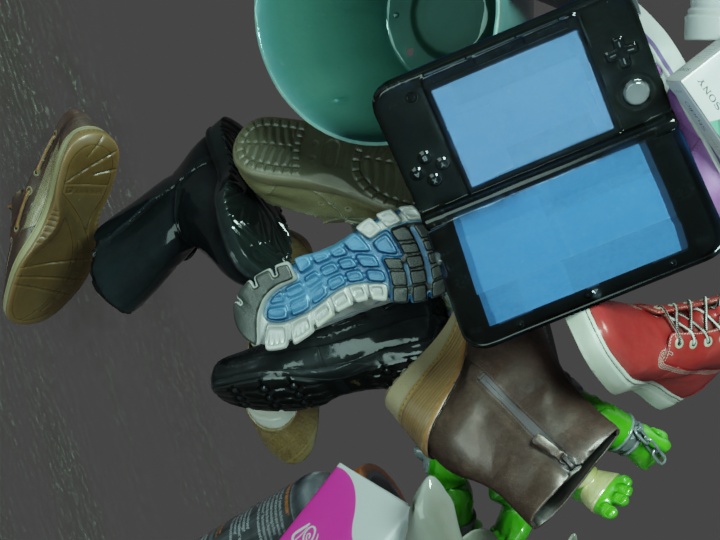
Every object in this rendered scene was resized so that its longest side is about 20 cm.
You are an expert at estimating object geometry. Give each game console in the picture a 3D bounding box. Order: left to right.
[{"bbox_3d":[0.131,-0.072,1.342,0.199,0.119,0.171,-22,120,6],"label":"game console"}]

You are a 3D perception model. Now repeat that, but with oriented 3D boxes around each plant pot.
[{"bbox_3d":[0.043,-0.200,1.472,0.200,0.161,0.202,3,97,25],"label":"plant pot"}]

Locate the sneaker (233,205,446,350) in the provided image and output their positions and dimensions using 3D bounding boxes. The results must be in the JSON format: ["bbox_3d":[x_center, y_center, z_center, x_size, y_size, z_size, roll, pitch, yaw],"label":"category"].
[{"bbox_3d":[0.000,0.000,1.482,0.199,0.087,0.075,-18,91,6],"label":"sneaker"}]

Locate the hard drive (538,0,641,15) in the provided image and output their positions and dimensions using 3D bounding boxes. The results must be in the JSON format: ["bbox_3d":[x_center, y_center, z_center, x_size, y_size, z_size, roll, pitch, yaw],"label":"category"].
[{"bbox_3d":[0.133,-0.279,1.425,0.042,0.135,0.201,-31,65,32],"label":"hard drive"}]

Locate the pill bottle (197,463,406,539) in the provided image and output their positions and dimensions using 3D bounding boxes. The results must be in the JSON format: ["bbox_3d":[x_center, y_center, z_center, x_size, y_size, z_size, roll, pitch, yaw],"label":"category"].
[{"bbox_3d":[-0.055,0.236,1.592,0.200,0.106,0.107,-33,83,22],"label":"pill bottle"}]

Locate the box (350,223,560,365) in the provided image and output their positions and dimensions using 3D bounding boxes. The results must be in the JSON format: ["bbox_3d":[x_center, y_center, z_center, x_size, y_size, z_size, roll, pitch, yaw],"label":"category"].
[{"bbox_3d":[0.072,0.001,1.551,0.136,0.040,0.201,-13,91,22],"label":"box"}]

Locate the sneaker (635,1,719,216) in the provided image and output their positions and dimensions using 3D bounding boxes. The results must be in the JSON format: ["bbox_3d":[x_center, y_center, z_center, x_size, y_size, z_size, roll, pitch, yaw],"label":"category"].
[{"bbox_3d":[0.200,-0.110,1.432,0.114,0.073,0.201,-26,63,3],"label":"sneaker"}]

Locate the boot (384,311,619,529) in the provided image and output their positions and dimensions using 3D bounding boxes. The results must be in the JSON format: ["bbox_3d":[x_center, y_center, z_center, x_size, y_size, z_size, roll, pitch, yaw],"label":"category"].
[{"bbox_3d":[0.132,0.078,1.434,0.166,0.072,0.200,34,79,32],"label":"boot"}]

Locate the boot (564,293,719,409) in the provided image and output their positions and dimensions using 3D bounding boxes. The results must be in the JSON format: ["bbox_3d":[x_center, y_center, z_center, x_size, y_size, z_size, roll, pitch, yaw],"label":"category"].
[{"bbox_3d":[0.242,0.035,1.403,0.144,0.200,0.073,-30,65,22],"label":"boot"}]

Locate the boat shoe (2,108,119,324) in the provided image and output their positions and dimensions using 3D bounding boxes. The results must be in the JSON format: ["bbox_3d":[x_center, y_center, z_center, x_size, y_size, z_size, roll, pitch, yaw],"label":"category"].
[{"bbox_3d":[-0.271,-0.048,1.680,0.072,0.072,0.201,48,125,43],"label":"boat shoe"}]

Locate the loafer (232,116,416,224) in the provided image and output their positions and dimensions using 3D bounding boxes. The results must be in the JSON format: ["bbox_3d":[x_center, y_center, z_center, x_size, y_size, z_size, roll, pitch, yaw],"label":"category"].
[{"bbox_3d":[-0.001,-0.073,1.517,0.199,0.068,0.076,15,67,7],"label":"loafer"}]

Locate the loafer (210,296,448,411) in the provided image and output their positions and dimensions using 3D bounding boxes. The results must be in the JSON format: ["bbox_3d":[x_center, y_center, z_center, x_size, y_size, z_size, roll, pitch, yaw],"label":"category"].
[{"bbox_3d":[-0.024,0.064,1.534,0.199,0.068,0.071,-12,58,12],"label":"loafer"}]

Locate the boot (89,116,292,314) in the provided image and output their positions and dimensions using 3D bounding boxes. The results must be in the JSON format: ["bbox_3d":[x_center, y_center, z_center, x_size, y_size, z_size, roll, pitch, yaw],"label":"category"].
[{"bbox_3d":[-0.144,-0.015,1.577,0.168,0.076,0.201,-42,36,20],"label":"boot"}]

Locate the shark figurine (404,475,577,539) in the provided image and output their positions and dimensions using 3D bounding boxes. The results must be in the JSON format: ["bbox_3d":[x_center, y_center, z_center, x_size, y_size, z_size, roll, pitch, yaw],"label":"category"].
[{"bbox_3d":[0.106,0.247,1.420,0.089,0.214,0.129,29,91,53],"label":"shark figurine"}]

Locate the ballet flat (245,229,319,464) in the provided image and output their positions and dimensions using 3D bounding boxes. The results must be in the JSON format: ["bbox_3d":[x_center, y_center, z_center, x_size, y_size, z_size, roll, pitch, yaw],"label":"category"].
[{"bbox_3d":[-0.071,0.067,1.599,0.067,0.072,0.201,7,98,22],"label":"ballet flat"}]

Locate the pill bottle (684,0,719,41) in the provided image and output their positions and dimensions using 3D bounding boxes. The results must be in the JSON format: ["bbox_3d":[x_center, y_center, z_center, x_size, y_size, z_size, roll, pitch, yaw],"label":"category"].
[{"bbox_3d":[0.278,-0.268,1.402,0.104,0.104,0.201,4,97,22],"label":"pill bottle"}]

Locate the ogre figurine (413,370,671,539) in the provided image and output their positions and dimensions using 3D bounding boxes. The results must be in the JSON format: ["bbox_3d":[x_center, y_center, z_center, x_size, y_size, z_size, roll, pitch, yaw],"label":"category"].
[{"bbox_3d":[0.128,0.150,1.507,0.199,0.098,0.120,-18,125,35],"label":"ogre figurine"}]

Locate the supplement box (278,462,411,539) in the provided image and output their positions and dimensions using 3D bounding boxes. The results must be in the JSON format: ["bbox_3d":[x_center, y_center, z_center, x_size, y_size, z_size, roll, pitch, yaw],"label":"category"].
[{"bbox_3d":[0.034,0.255,1.489,0.101,0.200,0.103,-50,39,-11],"label":"supplement box"}]

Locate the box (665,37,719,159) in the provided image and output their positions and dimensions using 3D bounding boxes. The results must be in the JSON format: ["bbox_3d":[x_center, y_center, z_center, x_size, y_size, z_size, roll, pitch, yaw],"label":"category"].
[{"bbox_3d":[0.337,-0.137,1.366,0.200,0.036,0.145,-38,100,-3],"label":"box"}]
